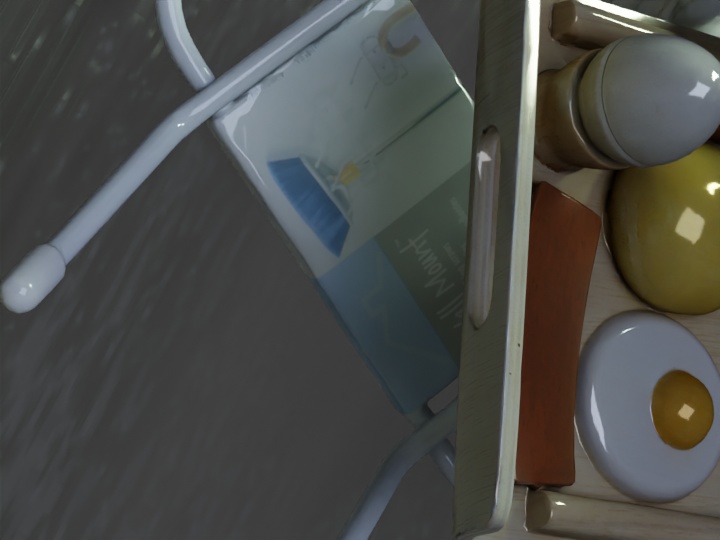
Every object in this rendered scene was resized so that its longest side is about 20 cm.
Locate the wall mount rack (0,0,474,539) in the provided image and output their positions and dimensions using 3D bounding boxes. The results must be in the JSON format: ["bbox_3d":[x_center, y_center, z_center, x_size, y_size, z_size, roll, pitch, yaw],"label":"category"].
[{"bbox_3d":[0.000,0.000,0.674,0.173,0.074,0.201,-38,106,-15],"label":"wall mount rack"}]

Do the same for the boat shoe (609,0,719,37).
[{"bbox_3d":[0.125,0.007,0.746,0.071,0.069,0.201,-20,98,-26],"label":"boat shoe"}]

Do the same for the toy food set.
[{"bbox_3d":[0.107,0.005,0.651,0.199,0.060,0.145,12,75,-35],"label":"toy food set"}]
